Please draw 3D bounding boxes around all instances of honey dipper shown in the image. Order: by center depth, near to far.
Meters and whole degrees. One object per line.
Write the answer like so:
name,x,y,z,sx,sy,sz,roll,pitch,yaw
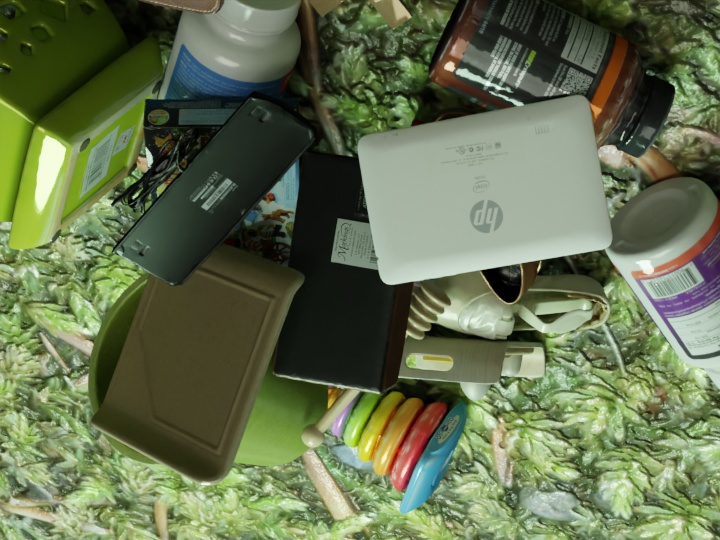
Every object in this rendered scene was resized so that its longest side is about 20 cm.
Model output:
honey dipper,0.011,0.093,1.515,0.038,0.038,0.200,35,107,-13

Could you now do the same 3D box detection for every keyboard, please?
keyboard,-0.138,-0.082,1.388,0.104,0.040,0.200,34,109,-32

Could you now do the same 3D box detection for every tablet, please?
tablet,0.103,-0.066,1.339,0.200,0.014,0.130,-10,92,14

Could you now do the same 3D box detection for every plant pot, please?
plant pot,-0.305,-0.150,1.468,0.181,0.199,0.200,35,137,7
plant pot,-0.127,0.109,1.546,0.200,0.200,0.190,-9,158,27

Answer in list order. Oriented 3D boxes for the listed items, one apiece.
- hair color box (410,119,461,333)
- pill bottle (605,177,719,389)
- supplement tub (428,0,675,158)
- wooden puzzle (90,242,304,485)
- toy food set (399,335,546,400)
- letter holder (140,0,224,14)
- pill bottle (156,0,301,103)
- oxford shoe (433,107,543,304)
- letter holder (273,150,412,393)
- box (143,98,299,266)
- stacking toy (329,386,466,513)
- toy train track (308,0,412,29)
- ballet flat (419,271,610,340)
hair color box,0.076,-0.040,1.553,0.111,0.064,0.200,18,133,2
pill bottle,0.321,0.020,1.486,0.111,0.111,0.200,-19,123,33
supplement tub,0.166,-0.169,1.371,0.200,0.107,0.107,26,135,-4
wooden puzzle,-0.143,0.074,1.416,0.185,0.200,0.037,19,175,44
toy food set,0.096,0.097,1.608,0.143,0.200,0.060,3,88,19
letter holder,-0.189,-0.316,1.352,0.200,0.101,0.142,18,125,4
pill bottle,-0.118,-0.188,1.453,0.112,0.112,0.200,24,136,-2
oxford shoe,0.116,-0.056,1.437,0.071,0.071,0.200,-11,124,28
letter holder,0.000,0.000,1.454,0.101,0.142,0.200,9,93,13
box,-0.124,-0.074,1.468,0.137,0.038,0.200,-1,140,-2
stacking toy,0.008,0.162,1.755,0.200,0.116,0.110,29,136,12
toy train track,0.036,-0.284,1.369,0.200,0.033,0.115,-30,109,32
ballet flat,0.151,0.036,1.537,0.200,0.069,0.069,-3,139,-20
